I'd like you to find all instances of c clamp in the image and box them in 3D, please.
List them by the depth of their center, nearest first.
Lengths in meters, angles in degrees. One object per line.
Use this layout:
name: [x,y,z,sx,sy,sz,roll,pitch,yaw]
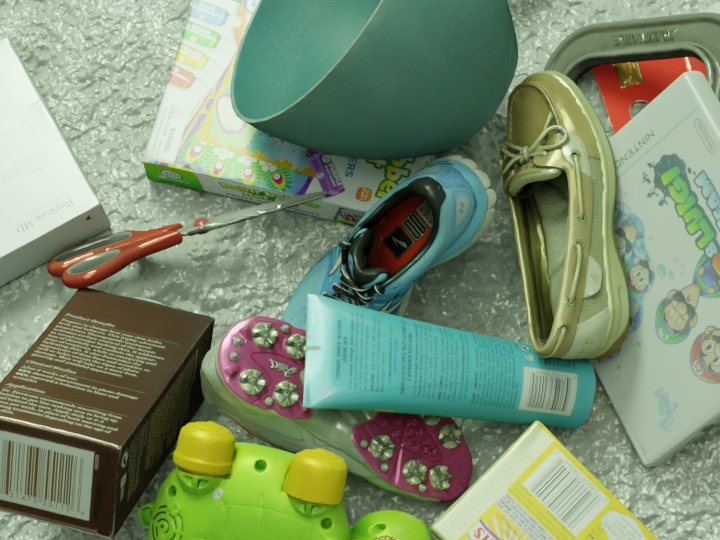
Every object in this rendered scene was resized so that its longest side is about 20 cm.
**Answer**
c clamp: [0.194,-0.096,1.607,0.200,0.027,0.171,6,82,43]

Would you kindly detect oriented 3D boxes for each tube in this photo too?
tube: [0.056,0.067,1.548,0.200,0.050,0.077,10,61,-22]

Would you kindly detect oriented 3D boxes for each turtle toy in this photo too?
turtle toy: [-0.048,0.179,1.537,0.200,0.101,0.146,13,96,6]

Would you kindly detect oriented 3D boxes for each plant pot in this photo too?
plant pot: [0.026,-0.153,1.575,0.135,0.200,0.200,31,72,-25]

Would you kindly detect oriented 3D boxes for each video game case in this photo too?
video game case: [0.207,0.001,1.554,0.024,0.182,0.200,-6,62,-44]

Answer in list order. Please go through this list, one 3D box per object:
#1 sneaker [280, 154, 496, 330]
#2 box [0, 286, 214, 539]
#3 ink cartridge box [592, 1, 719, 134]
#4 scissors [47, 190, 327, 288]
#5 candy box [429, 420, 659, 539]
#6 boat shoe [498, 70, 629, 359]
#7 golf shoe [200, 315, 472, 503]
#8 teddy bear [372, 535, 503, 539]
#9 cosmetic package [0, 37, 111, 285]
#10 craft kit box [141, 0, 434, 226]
sneaker: [0.000,0.000,1.578,0.078,0.090,0.200,44,109,15]
box: [-0.173,0.089,1.533,0.100,0.200,0.075,13,117,10]
ink cartridge box: [0.277,-0.120,1.643,0.200,0.050,0.161,-15,70,-3]
scissors: [-0.123,-0.030,1.640,0.200,0.073,0.014,-21,108,-5]
candy box: [0.151,0.204,1.532,0.102,0.026,0.200,-44,85,-8]
boat shoe: [0.127,-0.039,1.568,0.063,0.073,0.201,2,76,-40]
golf shoe: [-0.018,0.097,1.573,0.200,0.092,0.075,32,63,-16]
teddy bear: [0.086,0.219,1.452,0.200,0.145,0.067,28,113,14]
cosmetic package: [-0.300,-0.052,1.666,0.200,0.052,0.151,-28,69,-5]
craft kit box: [-0.034,-0.138,1.679,0.197,0.049,0.200,13,72,6]
